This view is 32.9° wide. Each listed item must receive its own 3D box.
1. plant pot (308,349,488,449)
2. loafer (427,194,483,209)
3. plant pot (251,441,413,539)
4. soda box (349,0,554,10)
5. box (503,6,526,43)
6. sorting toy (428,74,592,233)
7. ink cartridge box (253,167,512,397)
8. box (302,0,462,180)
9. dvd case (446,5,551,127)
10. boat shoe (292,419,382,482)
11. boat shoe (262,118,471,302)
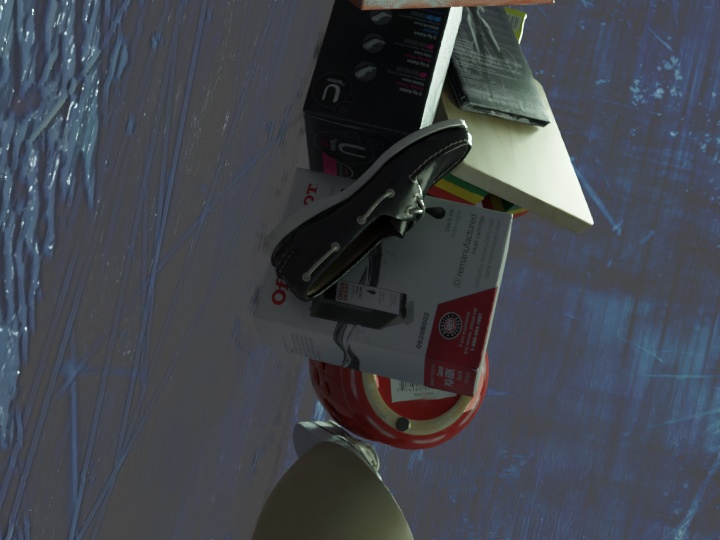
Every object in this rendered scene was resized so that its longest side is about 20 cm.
[{"bbox_3d":[0.049,0.110,1.453,0.182,0.198,0.203,173,-69,-77],"label":"plant pot"},{"bbox_3d":[0.055,-0.111,1.263,0.072,0.201,0.073,-35,-179,12],"label":"loafer"},{"bbox_3d":[-0.047,0.317,1.384,0.134,0.200,0.202,-29,148,-30],"label":"plant pot"},{"bbox_3d":[0.072,-0.257,0.995,0.064,0.198,0.069,46,-45,44],"label":"soda box"},{"bbox_3d":[0.139,-0.201,1.393,0.201,0.049,0.076,101,5,-50],"label":"box"},{"bbox_3d":[0.123,-0.133,1.234,0.069,0.197,0.202,-40,-133,32],"label":"sorting toy"},{"bbox_3d":[0.020,0.009,1.058,0.083,0.197,0.149,82,21,-69],"label":"ink cartridge box"},{"bbox_3d":[0.023,-0.188,1.091,0.123,0.105,0.202,87,16,-68],"label":"box"},{"bbox_3d":[0.114,-0.243,1.236,0.148,0.016,0.202,3,62,-49],"label":"dvd case"},{"bbox_3d":[-0.012,0.231,1.487,0.199,0.069,0.072,22,-62,60],"label":"boat shoe"},{"bbox_3d":[0.016,-0.049,0.990,0.199,0.061,0.074,-33,158,-10],"label":"boat shoe"}]
